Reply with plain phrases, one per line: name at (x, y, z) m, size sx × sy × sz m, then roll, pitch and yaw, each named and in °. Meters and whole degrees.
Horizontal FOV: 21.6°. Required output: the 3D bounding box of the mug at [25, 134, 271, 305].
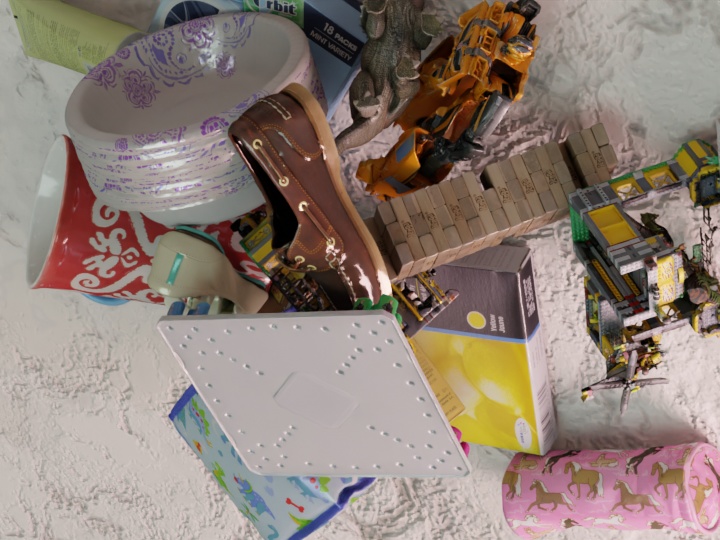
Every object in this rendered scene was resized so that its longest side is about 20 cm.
mug at (-0.172, -0.050, 1.638) m, size 0.198 × 0.133 × 0.179 m, roll 13°, pitch 104°, yaw -19°

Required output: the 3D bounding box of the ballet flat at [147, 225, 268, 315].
ballet flat at (-0.125, 0.019, 1.524) m, size 0.069 × 0.070 × 0.200 m, roll 18°, pitch 171°, yaw 17°

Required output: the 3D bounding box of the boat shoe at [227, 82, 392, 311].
boat shoe at (-0.040, -0.035, 1.388) m, size 0.070 × 0.070 × 0.201 m, roll 10°, pitch 130°, yaw 53°

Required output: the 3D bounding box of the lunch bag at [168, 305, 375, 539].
lunch bag at (-0.076, 0.151, 1.669) m, size 0.171 × 0.127 × 0.200 m, roll 52°, pitch 140°, yaw 5°

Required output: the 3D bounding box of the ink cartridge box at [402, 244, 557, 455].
ink cartridge box at (0.067, 0.062, 1.675) m, size 0.198 × 0.047 × 0.199 m, roll 5°, pitch 127°, yaw 25°

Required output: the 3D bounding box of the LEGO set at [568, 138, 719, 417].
LEGO set at (0.239, 0.012, 1.439) m, size 0.152 × 0.116 × 0.202 m, roll -11°, pitch 129°, yaw -14°

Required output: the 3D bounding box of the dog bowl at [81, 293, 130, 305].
dog bowl at (-0.234, -0.050, 1.763) m, size 0.111 × 0.050 × 0.201 m, roll 22°, pitch 133°, yaw 14°

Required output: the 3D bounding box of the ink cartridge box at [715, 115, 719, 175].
ink cartridge box at (0.343, -0.027, 1.368) m, size 0.144 × 0.088 × 0.202 m, roll -13°, pitch 121°, yaw -2°

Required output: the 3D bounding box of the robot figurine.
robot figurine at (0.070, -0.132, 1.454) m, size 0.058 × 0.146 × 0.200 m, roll 27°, pitch 147°, yaw -14°

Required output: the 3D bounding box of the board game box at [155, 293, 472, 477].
board game box at (-0.032, 0.091, 1.460) m, size 0.198 × 0.026 × 0.201 m, roll -2°, pitch 138°, yaw 25°

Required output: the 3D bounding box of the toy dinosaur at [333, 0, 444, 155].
toy dinosaur at (0.020, -0.151, 1.434) m, size 0.076 × 0.202 × 0.102 m, roll 6°, pitch 172°, yaw 0°

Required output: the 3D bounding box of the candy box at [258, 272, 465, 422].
candy box at (-0.007, 0.073, 1.674) m, size 0.201 × 0.056 × 0.117 m, roll 53°, pitch 149°, yaw 5°

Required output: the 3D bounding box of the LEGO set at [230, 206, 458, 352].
LEGO set at (0.000, 0.000, 1.537) m, size 0.116 × 0.154 × 0.200 m, roll -41°, pitch 85°, yaw 1°

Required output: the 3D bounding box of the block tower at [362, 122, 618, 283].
block tower at (0.102, -0.051, 1.460) m, size 0.058 × 0.198 × 0.054 m, roll 107°, pitch 141°, yaw -77°

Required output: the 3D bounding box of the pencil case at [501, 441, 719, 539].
pencil case at (0.223, 0.194, 1.659) m, size 0.198 × 0.086 × 0.084 m, roll -8°, pitch 100°, yaw 36°

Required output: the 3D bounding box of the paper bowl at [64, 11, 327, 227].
paper bowl at (-0.122, -0.111, 1.479) m, size 0.199 × 0.201 × 0.105 m, roll 2°, pitch 126°, yaw 30°

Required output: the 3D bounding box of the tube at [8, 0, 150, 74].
tube at (-0.247, -0.202, 1.632) m, size 0.199 × 0.052 × 0.059 m, roll 22°, pitch 95°, yaw 45°

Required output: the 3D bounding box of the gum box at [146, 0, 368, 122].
gum box at (-0.093, -0.180, 1.580) m, size 0.169 × 0.045 × 0.200 m, roll 36°, pitch 134°, yaw 2°
